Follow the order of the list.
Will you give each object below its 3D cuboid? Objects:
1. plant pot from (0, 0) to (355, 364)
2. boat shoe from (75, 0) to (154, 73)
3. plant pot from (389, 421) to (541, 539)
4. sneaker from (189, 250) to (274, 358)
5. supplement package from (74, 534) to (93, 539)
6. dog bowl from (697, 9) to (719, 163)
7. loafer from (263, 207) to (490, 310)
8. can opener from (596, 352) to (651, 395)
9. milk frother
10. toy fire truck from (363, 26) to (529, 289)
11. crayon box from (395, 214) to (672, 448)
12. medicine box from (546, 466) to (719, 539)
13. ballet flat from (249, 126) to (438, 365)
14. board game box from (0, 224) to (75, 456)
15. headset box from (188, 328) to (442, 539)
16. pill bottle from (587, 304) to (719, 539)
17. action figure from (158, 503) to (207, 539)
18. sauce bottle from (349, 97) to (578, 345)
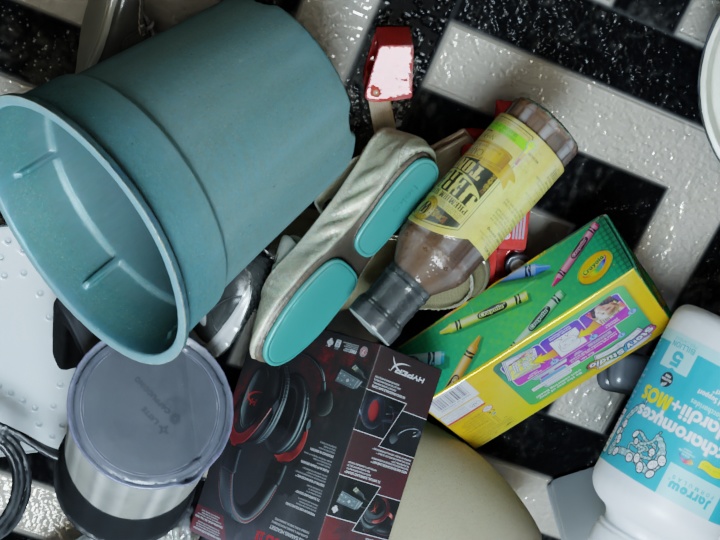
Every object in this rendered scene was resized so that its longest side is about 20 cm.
[{"bbox_3d":[-0.119,-0.076,0.947,0.196,0.199,0.202,-40,119,-32],"label":"plant pot"},{"bbox_3d":[-0.179,-0.143,1.027,0.056,0.067,0.202,8,120,-25],"label":"boat shoe"},{"bbox_3d":[0.031,0.198,1.138,0.198,0.200,0.136,-25,95,8],"label":"plant pot"},{"bbox_3d":[-0.134,0.030,1.065,0.080,0.074,0.200,40,140,-10],"label":"sneaker"},{"bbox_3d":[-0.235,0.332,1.172,0.155,0.112,0.199,40,133,-19],"label":"supplement package"},{"bbox_3d":[0.349,-0.141,1.026,0.197,0.074,0.203,4,105,13],"label":"dog bowl"},{"bbox_3d":[0.000,0.000,1.072,0.197,0.068,0.077,6,127,14],"label":"loafer"},{"bbox_3d":[0.300,0.083,1.176,0.197,0.053,0.068,11,82,-8],"label":"can opener"},{"bbox_3d":[-0.214,0.134,1.027,0.180,0.188,0.200,43,63,6],"label":"milk frother"},{"bbox_3d":[0.067,-0.081,1.075,0.139,0.049,0.203,2,116,-4],"label":"toy fire truck"},{"bbox_3d":[0.139,0.053,1.108,0.199,0.059,0.119,-34,146,11],"label":"crayon box"},{"bbox_3d":[0.279,0.263,1.219,0.180,0.103,0.202,-19,115,5],"label":"medicine box"},{"bbox_3d":[-0.021,-0.020,1.014,0.200,0.062,0.068,-49,147,-8],"label":"ballet flat"},{"bbox_3d":[-0.331,0.061,1.127,0.197,0.026,0.203,-7,115,0],"label":"board game box"},{"bbox_3d":[-0.039,0.148,1.059,0.075,0.148,0.203,23,83,-41],"label":"headset box"},{"bbox_3d":[0.253,0.138,1.089,0.110,0.111,0.202,26,92,-15],"label":"pill bottle"},{"bbox_3d":[-0.107,0.213,1.173,0.117,0.102,0.203,11,116,4],"label":"action figure"},{"bbox_3d":[0.072,-0.033,1.004,0.065,0.065,0.200,43,84,-21],"label":"sauce bottle"}]
